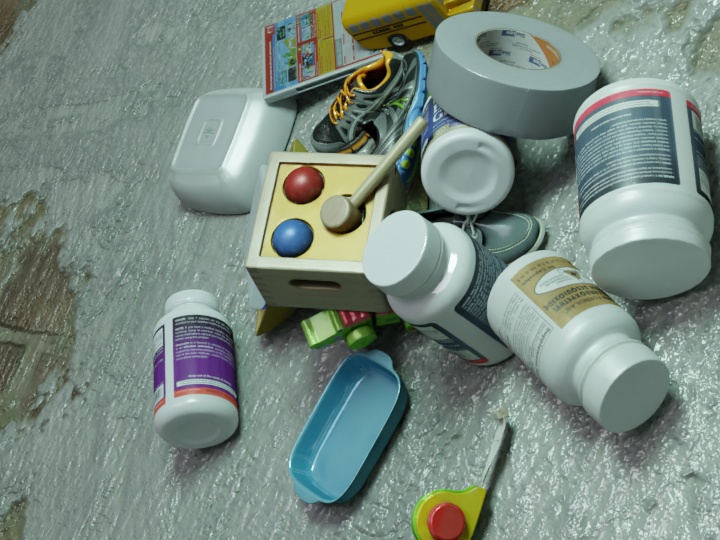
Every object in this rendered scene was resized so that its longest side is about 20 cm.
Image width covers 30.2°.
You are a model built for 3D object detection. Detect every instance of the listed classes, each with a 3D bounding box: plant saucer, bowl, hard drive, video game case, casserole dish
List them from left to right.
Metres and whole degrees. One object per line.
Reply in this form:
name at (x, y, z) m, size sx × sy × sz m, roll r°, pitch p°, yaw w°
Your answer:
bowl at (-0.203, -0.190, 2.006) m, size 0.198 × 0.074 × 0.202 m, roll 7°, pitch 72°, yaw 44°
hard drive at (-0.129, -0.048, 1.778) m, size 0.200 × 0.025 × 0.134 m, roll -108°, pitch 29°, yaw -68°
plant saucer at (-0.092, -0.038, 1.769) m, size 0.200 × 0.048 × 0.202 m, roll 117°, pitch 160°, yaw -59°
video game case at (-0.053, -0.331, 1.951) m, size 0.198 × 0.017 × 0.145 m, roll -16°, pitch 54°, yaw 18°
casserole dish at (-0.011, 0.193, 1.613) m, size 0.121 × 0.039 × 0.202 m, roll 25°, pitch 85°, yaw 48°

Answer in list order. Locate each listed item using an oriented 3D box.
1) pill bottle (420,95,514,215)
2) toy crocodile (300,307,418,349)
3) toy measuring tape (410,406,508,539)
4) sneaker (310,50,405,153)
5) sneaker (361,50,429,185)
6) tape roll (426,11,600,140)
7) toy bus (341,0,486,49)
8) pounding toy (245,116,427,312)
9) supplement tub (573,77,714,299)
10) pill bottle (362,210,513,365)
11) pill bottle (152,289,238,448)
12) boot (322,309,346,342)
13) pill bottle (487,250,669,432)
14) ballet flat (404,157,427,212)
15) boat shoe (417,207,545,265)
pill bottle at (0.128, -0.164, 1.618) m, size 0.111 × 0.111 × 0.201 m, roll -35°, pitch 26°, yaw 23°
toy crocodile at (0.025, 0.044, 1.611) m, size 0.197 × 0.062 × 0.068 m, roll -17°, pitch 68°, yaw -2°
toy measuring tape at (0.101, 0.236, 1.451) m, size 0.073 × 0.073 × 0.202 m, roll 8°, pitch 74°, yaw 46°
sneaker at (0.000, -0.234, 1.836) m, size 0.199 × 0.077 × 0.079 m, roll -37°, pitch 47°, yaw 23°
sneaker at (0.044, -0.198, 1.691) m, size 0.082 × 0.071 × 0.202 m, roll 7°, pitch 62°, yaw 15°
tape roll at (0.179, -0.232, 1.572) m, size 0.201 × 0.198 × 0.067 m, roll -123°, pitch 35°, yaw -46°
toy bus at (0.075, -0.363, 1.833) m, size 0.198 × 0.078 × 0.066 m, roll -9°, pitch 55°, yaw 38°
pounding toy at (-0.018, -0.067, 1.567) m, size 0.197 × 0.143 × 0.186 m, roll 3°, pitch 63°, yaw 15°
supplement tub at (0.298, -0.087, 1.411) m, size 0.139 × 0.140 × 0.202 m, roll -21°, pitch 52°, yaw 34°
pill bottle at (0.098, 0.016, 1.495) m, size 0.119 × 0.199 × 0.121 m, roll -22°, pitch 52°, yaw 32°
pill bottle at (-0.224, 0.130, 1.800) m, size 0.112 × 0.112 × 0.202 m, roll -29°, pitch 48°, yaw 27°
boot at (0.000, 0.000, 1.699) m, size 0.106 × 0.075 × 0.202 m, roll -27°, pitch 48°, yaw 23°
pill bottle at (0.228, 0.075, 1.399) m, size 0.115 × 0.114 × 0.200 m, roll -50°, pitch 42°, yaw 7°
ballet flat at (0.054, -0.148, 1.738) m, size 0.070 × 0.070 × 0.202 m, roll -22°, pitch 52°, yaw 32°
boat shoe at (0.128, -0.044, 1.606) m, size 0.198 × 0.062 × 0.074 m, roll -1°, pitch 63°, yaw 43°
